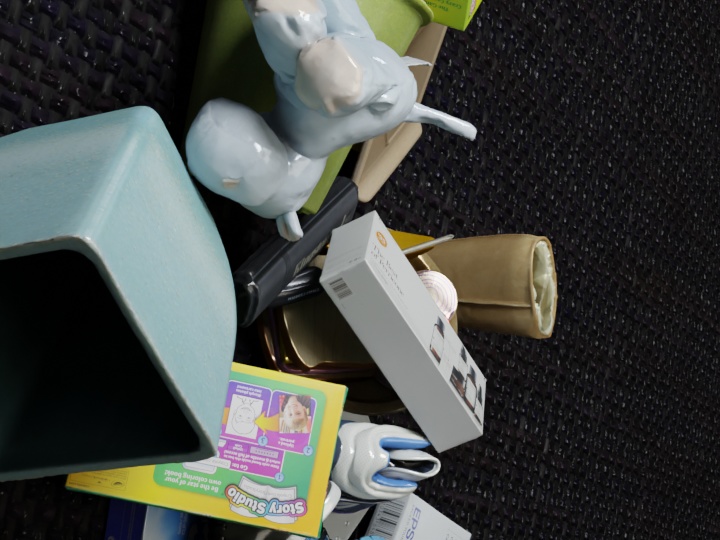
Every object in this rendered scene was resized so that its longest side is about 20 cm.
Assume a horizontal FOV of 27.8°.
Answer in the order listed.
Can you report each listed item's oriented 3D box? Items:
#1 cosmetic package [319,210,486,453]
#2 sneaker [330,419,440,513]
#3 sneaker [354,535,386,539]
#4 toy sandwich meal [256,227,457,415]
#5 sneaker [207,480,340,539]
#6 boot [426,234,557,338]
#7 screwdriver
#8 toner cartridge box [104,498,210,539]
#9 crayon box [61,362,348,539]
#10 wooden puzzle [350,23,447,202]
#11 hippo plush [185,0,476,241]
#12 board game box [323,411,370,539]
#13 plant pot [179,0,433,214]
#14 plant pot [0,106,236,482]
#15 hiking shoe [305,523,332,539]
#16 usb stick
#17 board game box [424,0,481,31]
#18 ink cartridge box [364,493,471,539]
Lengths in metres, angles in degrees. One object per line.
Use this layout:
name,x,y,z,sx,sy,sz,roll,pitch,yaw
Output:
cosmetic package,0.041,0.053,1.252,0.201,0.050,0.083,56,21,-24
sneaker,0.019,0.184,1.316,0.200,0.145,0.081,31,68,-53
sneaker,-0.001,0.273,1.202,0.200,0.086,0.075,8,106,-61
toy sandwich meal,0.003,0.036,1.323,0.203,0.070,0.207,6,70,-18
sneaker,-0.113,0.212,1.169,0.200,0.071,0.099,-45,105,-24
boot,0.095,0.049,1.418,0.066,0.199,0.177,-35,122,-50
screwdriver,0.000,0.000,1.286,0.199,0.028,0.029,-13,104,-27
toner cartridge box,-0.160,0.199,1.185,0.095,0.043,0.202,16,80,-55
crayon box,-0.118,0.129,1.117,0.058,0.198,0.120,143,-40,-75
wooden puzzle,0.040,-0.189,1.394,0.185,0.037,0.201,-54,162,-54
hippo plush,-0.053,-0.125,1.068,0.200,0.161,0.160,13,39,-58
board game box,-0.055,0.184,1.361,0.200,0.026,0.201,-50,133,-42
plant pot,-0.062,-0.153,1.195,0.200,0.199,0.191,19,89,-56
plant pot,-0.193,-0.003,0.990,0.201,0.194,0.197,-74,148,-45
hiking shoe,-0.043,0.252,1.289,0.200,0.074,0.087,27,79,-50
usb stick,-0.056,-0.019,1.231,0.200,0.032,0.056,-48,155,-51
board game box,0.015,-0.280,1.256,0.102,0.199,0.048,-60,165,-44
ink cartridge box,0.049,0.347,1.503,0.200,0.040,0.201,41,66,-51
